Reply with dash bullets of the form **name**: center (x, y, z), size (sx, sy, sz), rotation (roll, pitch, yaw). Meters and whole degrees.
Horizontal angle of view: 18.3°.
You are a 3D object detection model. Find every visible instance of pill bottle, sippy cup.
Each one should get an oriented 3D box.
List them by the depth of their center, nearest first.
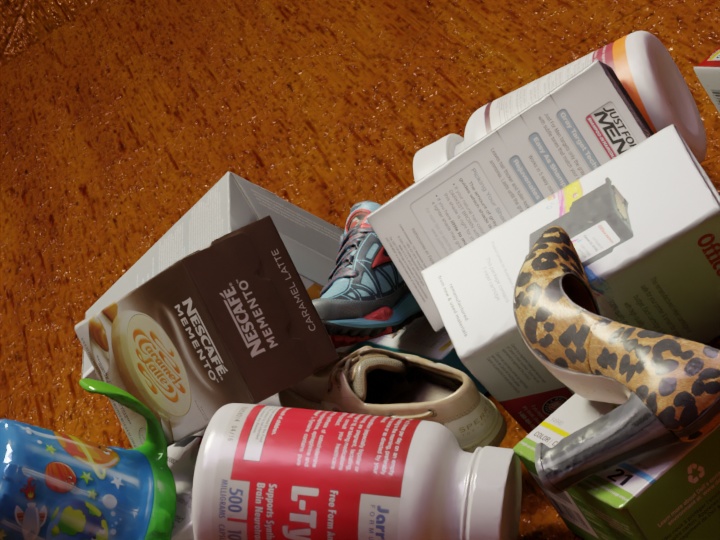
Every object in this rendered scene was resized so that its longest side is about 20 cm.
- **pill bottle**: center (0.000, 0.149, 1.451), size (0.199, 0.113, 0.112), rotation (4, 33, 13)
- **sippy cup**: center (-0.219, 0.170, 1.569), size (0.140, 0.130, 0.178), rotation (-28, 44, 44)
- **pill bottle**: center (0.147, -0.089, 1.667), size (0.200, 0.110, 0.110), rotation (-26, 23, 21)

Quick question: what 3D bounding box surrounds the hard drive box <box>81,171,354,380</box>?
- **hard drive box**: center (-0.101, 0.035, 1.772), size (0.200, 0.156, 0.077), rotation (-42, 34, 34)

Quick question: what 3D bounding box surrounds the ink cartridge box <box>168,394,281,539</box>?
- **ink cartridge box**: center (-0.085, 0.160, 1.667), size (0.200, 0.084, 0.145), rotation (-40, 22, -18)

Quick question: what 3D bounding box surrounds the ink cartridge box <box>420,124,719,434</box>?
- **ink cartridge box**: center (0.165, 0.011, 1.516), size (0.200, 0.146, 0.083), rotation (-31, 54, 9)

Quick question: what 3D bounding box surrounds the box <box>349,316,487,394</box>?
- **box**: center (0.052, 0.049, 1.752), size (0.082, 0.049, 0.200), rotation (-41, 22, -18)

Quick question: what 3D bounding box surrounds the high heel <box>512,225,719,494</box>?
- **high heel**: center (0.167, 0.030, 1.358), size (0.142, 0.071, 0.200), rotation (-29, 43, 29)

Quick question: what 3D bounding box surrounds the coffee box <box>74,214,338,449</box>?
- **coffee box**: center (-0.113, 0.050, 1.587), size (0.080, 0.115, 0.200), rotation (-27, -2, -33)

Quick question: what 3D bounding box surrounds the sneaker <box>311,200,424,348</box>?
- **sneaker**: center (0.000, 0.000, 1.656), size (0.079, 0.096, 0.200), rotation (-16, 5, 33)

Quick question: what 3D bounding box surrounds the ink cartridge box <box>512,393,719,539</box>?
- **ink cartridge box**: center (0.216, 0.090, 1.389), size (0.200, 0.076, 0.148), rotation (-40, 22, -11)

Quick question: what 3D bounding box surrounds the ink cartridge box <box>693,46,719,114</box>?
- **ink cartridge box**: center (0.388, -0.179, 1.700), size (0.200, 0.084, 0.175), rotation (-41, 23, -19)

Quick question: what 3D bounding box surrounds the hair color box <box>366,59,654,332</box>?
- **hair color box**: center (0.116, -0.051, 1.579), size (0.200, 0.099, 0.061), rotation (-34, -10, 14)

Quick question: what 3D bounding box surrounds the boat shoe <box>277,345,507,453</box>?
- **boat shoe**: center (0.013, 0.081, 1.550), size (0.200, 0.065, 0.072), rotation (13, 52, 45)
